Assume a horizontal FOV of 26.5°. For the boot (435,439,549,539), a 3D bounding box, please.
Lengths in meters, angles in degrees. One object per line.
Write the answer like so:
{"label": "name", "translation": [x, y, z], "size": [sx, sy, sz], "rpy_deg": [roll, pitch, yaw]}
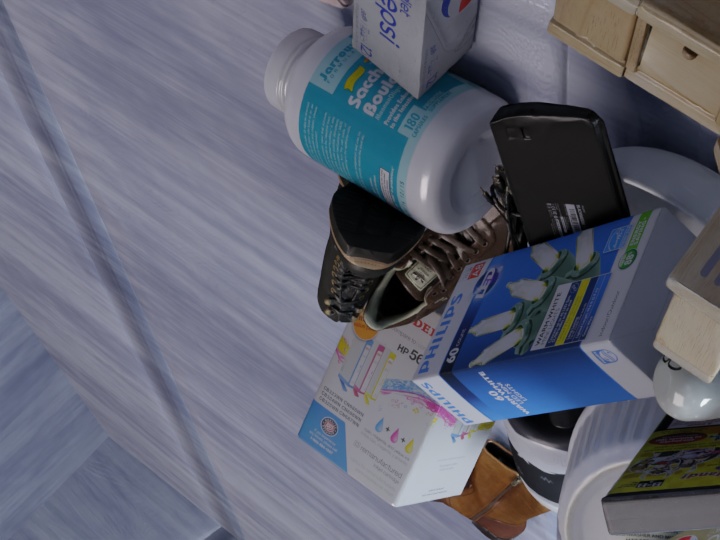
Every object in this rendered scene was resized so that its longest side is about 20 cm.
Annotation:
{"label": "boot", "translation": [0.123, 0.235, 1.753], "size": [0.188, 0.068, 0.200], "rpy_deg": [42, 160, 9]}

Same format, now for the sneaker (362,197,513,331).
{"label": "sneaker", "translation": [0.072, -0.007, 1.247], "size": [0.070, 0.075, 0.200], "rpy_deg": [45, 136, 3]}

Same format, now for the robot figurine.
{"label": "robot figurine", "translation": [0.187, 0.128, 1.318], "size": [0.123, 0.152, 0.201], "rpy_deg": [-7, 142, 10]}

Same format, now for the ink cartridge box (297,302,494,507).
{"label": "ink cartridge box", "translation": [0.056, 0.093, 1.405], "size": [0.128, 0.202, 0.125], "rpy_deg": [31, -164, 30]}

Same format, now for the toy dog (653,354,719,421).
{"label": "toy dog", "translation": [0.269, 0.029, 0.876], "size": [0.131, 0.198, 0.098], "rpy_deg": [21, 121, 48]}

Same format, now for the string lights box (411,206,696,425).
{"label": "string lights box", "translation": [0.129, 0.035, 0.992], "size": [0.059, 0.104, 0.199], "rpy_deg": [39, 151, -22]}

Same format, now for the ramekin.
{"label": "ramekin", "translation": [0.236, 0.178, 1.119], "size": [0.200, 0.094, 0.205], "rpy_deg": [13, 124, 21]}

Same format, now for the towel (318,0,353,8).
{"label": "towel", "translation": [-0.100, -0.301, 1.162], "size": [0.199, 0.032, 0.192], "rpy_deg": [30, 155, 37]}

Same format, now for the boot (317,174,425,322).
{"label": "boot", "translation": [0.000, 0.000, 1.220], "size": [0.076, 0.140, 0.200], "rpy_deg": [16, -158, -1]}

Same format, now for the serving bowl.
{"label": "serving bowl", "translation": [0.223, -0.011, 1.035], "size": [0.199, 0.066, 0.201], "rpy_deg": [39, 160, 17]}

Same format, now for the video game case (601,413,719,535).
{"label": "video game case", "translation": [0.264, 0.105, 0.913], "size": [0.198, 0.180, 0.026], "rpy_deg": [-10, 101, 29]}

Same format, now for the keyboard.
{"label": "keyboard", "translation": [0.135, -0.046, 1.017], "size": [0.103, 0.040, 0.201], "rpy_deg": [6, 142, 26]}

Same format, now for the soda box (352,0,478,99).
{"label": "soda box", "translation": [0.039, -0.204, 1.022], "size": [0.068, 0.063, 0.201], "rpy_deg": [40, 160, 17]}

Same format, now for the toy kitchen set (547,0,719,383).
{"label": "toy kitchen set", "translation": [0.164, -0.094, 0.806], "size": [0.199, 0.181, 0.164], "rpy_deg": [34, 158, 16]}

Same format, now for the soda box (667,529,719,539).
{"label": "soda box", "translation": [0.251, 0.204, 1.020], "size": [0.064, 0.068, 0.200], "rpy_deg": [47, 130, -5]}

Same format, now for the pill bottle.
{"label": "pill bottle", "translation": [0.017, -0.117, 1.174], "size": [0.199, 0.111, 0.111], "rpy_deg": [32, 157, 32]}
